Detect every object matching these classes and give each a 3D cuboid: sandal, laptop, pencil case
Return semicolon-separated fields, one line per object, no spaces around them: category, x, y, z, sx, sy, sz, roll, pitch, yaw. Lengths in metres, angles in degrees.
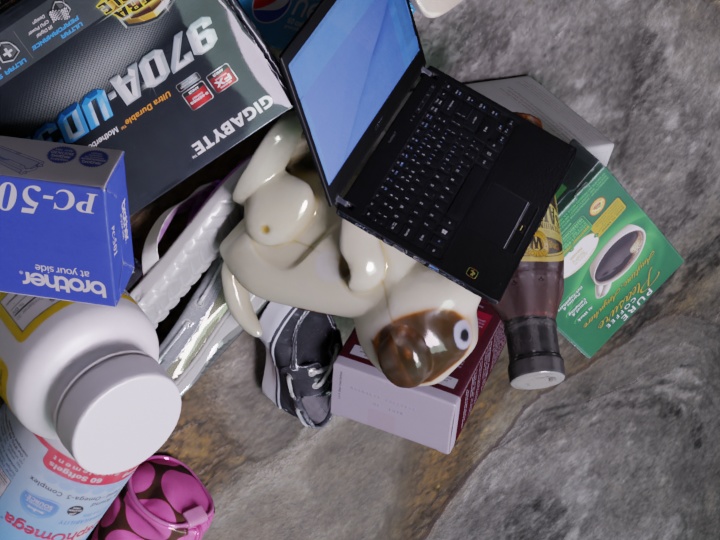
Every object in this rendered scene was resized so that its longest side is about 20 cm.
sandal;-0.137;-0.023;1.342;0.203;0.050;0.082;-49;169;3
laptop;0.053;-0.109;1.219;0.178;0.199;0.104;-58;176;-42
pencil case;-0.189;0.260;1.520;0.090;0.094;0.201;-1;123;-42

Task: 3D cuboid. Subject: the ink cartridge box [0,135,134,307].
ink cartridge box;-0.246;-0.038;1.130;0.044;0.198;0.095;-72;167;-51

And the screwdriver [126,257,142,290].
screwdriver;-0.240;0.052;1.323;0.199;0.028;0.029;-36;128;11

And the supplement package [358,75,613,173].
supplement package;0.085;-0.073;1.455;0.199;0.117;0.118;-11;132;-38

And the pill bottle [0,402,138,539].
pill bottle;-0.238;0.154;1.346;0.108;0.109;0.200;-2;141;-42

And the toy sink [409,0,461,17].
toy sink;0.026;-0.290;1.174;0.130;0.112;0.201;-39;123;-9

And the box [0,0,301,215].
box;-0.163;-0.122;1.153;0.199;0.046;0.159;-33;115;4

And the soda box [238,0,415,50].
soda box;-0.055;-0.195;1.253;0.199;0.068;0.064;12;114;-48

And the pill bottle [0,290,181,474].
pill bottle;-0.206;0.045;1.221;0.111;0.200;0.112;-24;138;-24

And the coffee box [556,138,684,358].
coffee box;0.182;-0.013;1.470;0.123;0.044;0.200;-48;144;5

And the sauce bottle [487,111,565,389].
sauce bottle;0.118;-0.015;1.309;0.065;0.202;0.066;-7;160;-3

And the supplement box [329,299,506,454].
supplement box;0.061;0.049;1.480;0.200;0.108;0.061;-57;159;-44

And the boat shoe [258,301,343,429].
boat shoe;-0.041;0.071;1.466;0.072;0.068;0.201;-39;159;-25

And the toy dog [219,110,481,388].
toy dog;0.000;0.000;1.304;0.195;0.200;0.139;-55;167;11

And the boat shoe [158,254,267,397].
boat shoe;-0.138;0.050;1.409;0.202;0.065;0.074;-47;-179;7
